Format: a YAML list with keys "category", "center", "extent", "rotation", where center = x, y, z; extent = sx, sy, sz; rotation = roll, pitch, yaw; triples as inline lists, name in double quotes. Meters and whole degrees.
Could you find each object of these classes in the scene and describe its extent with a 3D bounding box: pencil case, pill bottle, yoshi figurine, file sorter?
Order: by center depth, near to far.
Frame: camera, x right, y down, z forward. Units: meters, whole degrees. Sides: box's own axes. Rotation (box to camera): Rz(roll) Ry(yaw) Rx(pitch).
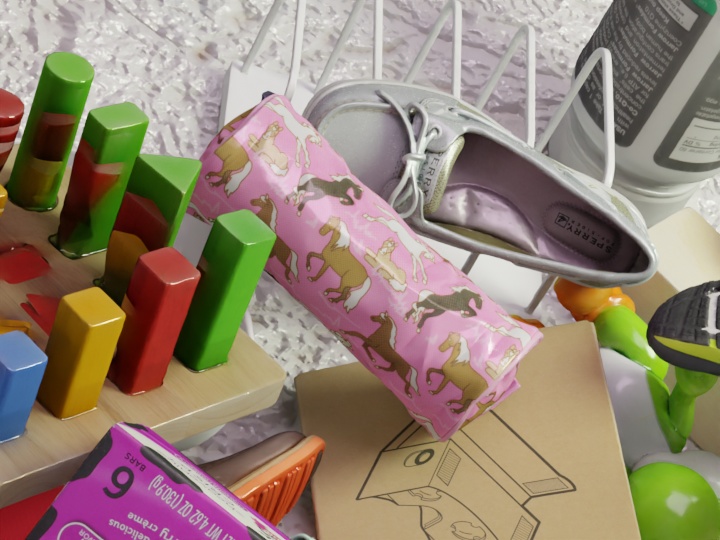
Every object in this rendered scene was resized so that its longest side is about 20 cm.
- category: "pencil case"
  center: [0.000, 0.000, 1.414]
  extent: [0.200, 0.083, 0.087]
  rotation: [42, 40, 4]
- category: "yoshi figurine"
  center: [0.145, 0.092, 1.492]
  extent: [0.112, 0.112, 0.200]
  rotation: [-19, 63, -30]
- category: "file sorter"
  center: [0.030, -0.077, 1.570]
  extent: [0.200, 0.125, 0.139]
  rotation: [17, 44, -13]
- category: "pill bottle"
  center: [0.193, -0.125, 1.643]
  extent: [0.113, 0.200, 0.113]
  rotation: [15, 45, -16]

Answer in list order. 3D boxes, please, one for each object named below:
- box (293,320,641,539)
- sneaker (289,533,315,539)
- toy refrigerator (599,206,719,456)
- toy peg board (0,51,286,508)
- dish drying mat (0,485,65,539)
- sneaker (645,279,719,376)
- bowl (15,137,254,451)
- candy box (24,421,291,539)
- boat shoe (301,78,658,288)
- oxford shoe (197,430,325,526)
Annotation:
- category: "box"
  center: [0.056, 0.118, 1.419]
  extent: [0.163, 0.021, 0.200]
  rotation: [-10, 47, 1]
- category: "sneaker"
  center: [0.012, 0.163, 1.290]
  extent: [0.200, 0.118, 0.074]
  rotation: [-16, 52, -9]
- category: "toy refrigerator"
  center: [0.226, 0.063, 1.578]
  extent: [0.200, 0.076, 0.070]
  rotation: [45, 45, 17]
- category: "toy peg board"
  center: [-0.156, -0.009, 1.289]
  extent: [0.199, 0.098, 0.200]
  rotation: [-18, 50, -44]
- category: "dish drying mat"
  center: [-0.178, 0.127, 1.293]
  extent: [0.200, 0.018, 0.077]
  rotation: [3, 45, 5]
- category: "sneaker"
  center: [0.242, 0.066, 1.447]
  extent: [0.200, 0.081, 0.074]
  rotation: [17, 33, -2]
- category: "bowl"
  center: [-0.162, 0.019, 1.399]
  extent: [0.200, 0.075, 0.200]
  rotation: [7, 37, -20]
- category: "candy box"
  center: [-0.110, 0.185, 1.208]
  extent: [0.136, 0.200, 0.061]
  rotation: [37, 2, 9]
- category: "boat shoe"
  center: [0.063, -0.044, 1.464]
  extent: [0.202, 0.075, 0.065]
  rotation: [26, 4, -8]
- category: "oxford shoe"
  center: [-0.099, 0.116, 1.363]
  extent: [0.200, 0.071, 0.073]
  rotation: [-26, 60, -41]
